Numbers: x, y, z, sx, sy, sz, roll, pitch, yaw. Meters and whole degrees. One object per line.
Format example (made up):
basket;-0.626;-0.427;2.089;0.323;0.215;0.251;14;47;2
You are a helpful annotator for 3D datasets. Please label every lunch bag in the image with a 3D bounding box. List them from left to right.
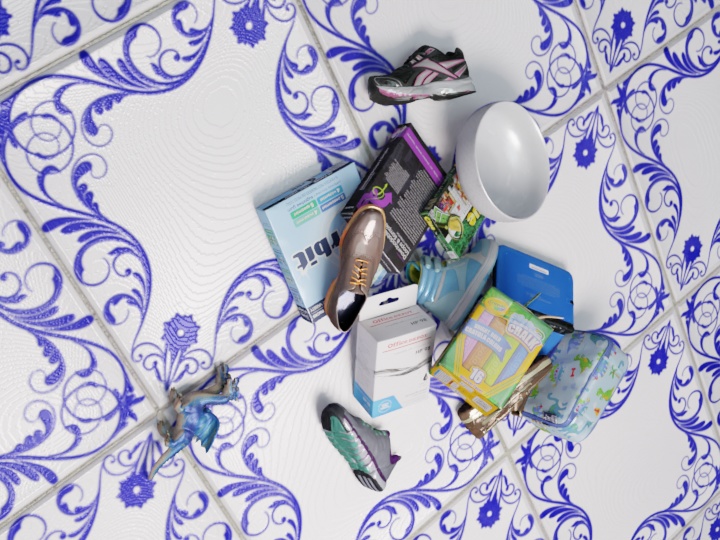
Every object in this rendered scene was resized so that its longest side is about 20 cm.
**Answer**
lunch bag;0.387;0.209;1.579;0.082;0.160;0.201;39;78;-26

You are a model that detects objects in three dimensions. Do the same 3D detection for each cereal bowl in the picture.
cereal bowl;0.225;-0.176;1.416;0.199;0.083;0.203;5;82;-43

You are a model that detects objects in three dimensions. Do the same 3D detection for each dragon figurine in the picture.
dragon figurine;-0.250;0.237;1.287;0.099;0.059;0.202;19;89;-30

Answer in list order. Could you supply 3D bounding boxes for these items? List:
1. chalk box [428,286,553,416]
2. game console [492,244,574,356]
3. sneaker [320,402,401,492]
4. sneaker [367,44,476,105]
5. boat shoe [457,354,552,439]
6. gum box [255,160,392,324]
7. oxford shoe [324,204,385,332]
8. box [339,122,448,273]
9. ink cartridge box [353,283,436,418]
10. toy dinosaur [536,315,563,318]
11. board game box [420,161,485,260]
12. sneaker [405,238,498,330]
chalk box;0.219;0.113;1.369;0.123;0.125;0.201;35;76;6
game console;0.285;0.071;1.565;0.198;0.118;0.173;19;65;-31
sneaker;0.003;0.280;1.441;0.088;0.074;0.201;-48;127;-31
sneaker;0.092;-0.317;1.371;0.198;0.080;0.087;-12;94;-35
boat shoe;0.275;0.234;1.562;0.201;0.075;0.075;-33;94;-5
gum box;-0.052;-0.046;1.350;0.169;0.044;0.202;-31;113;-22
oxford shoe;0.000;0.000;1.291;0.070;0.073;0.202;9;111;-16
box;0.062;-0.116;1.373;0.143;0.036;0.201;50;58;-31
ink cartridge box;0.056;0.133;1.396;0.115;0.067;0.202;-15;127;-25
toy dinosaur;0.250;0.109;1.488;0.100;0.200;0.059;6;54;-41
board game box;0.178;-0.125;1.439;0.105;0.023;0.201;53;55;-28
sneaker;0.152;-0.007;1.455;0.130;0.080;0.201;31;52;1
